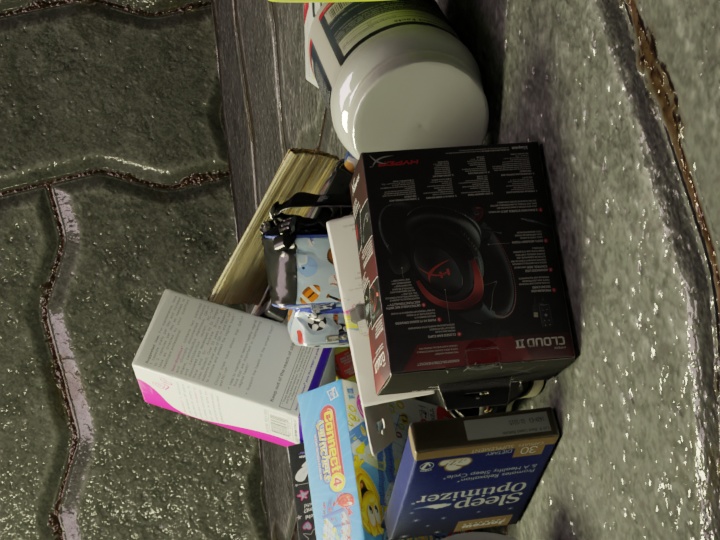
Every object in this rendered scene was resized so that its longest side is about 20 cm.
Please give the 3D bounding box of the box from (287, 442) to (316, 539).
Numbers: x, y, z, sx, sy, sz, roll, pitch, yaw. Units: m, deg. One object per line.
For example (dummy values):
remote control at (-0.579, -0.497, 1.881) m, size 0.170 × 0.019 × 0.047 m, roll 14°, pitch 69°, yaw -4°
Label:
box at (0.001, 0.268, 1.484) m, size 0.200 × 0.131 × 0.116 m, roll 75°, pitch -176°, yaw -61°

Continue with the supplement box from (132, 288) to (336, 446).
supplement box at (-0.134, 0.110, 1.462) m, size 0.101 × 0.198 × 0.104 m, roll 92°, pitch -164°, yaw -62°

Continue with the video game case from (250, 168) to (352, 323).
video game case at (-0.076, -0.011, 1.545) m, size 0.182 × 0.025 × 0.200 m, roll -64°, pitch 7°, yaw -16°

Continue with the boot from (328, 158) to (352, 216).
boot at (0.015, -0.046, 1.551) m, size 0.151 × 0.073 × 0.202 m, roll 137°, pitch 124°, yaw -77°

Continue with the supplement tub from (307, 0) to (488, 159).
supplement tub at (0.033, -0.176, 1.236) m, size 0.200 × 0.139 × 0.141 m, roll -110°, pitch 19°, yaw -56°

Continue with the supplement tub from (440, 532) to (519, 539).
supplement tub at (0.095, 0.331, 1.099) m, size 0.145 × 0.144 × 0.201 m, roll -112°, pitch 21°, yaw -57°

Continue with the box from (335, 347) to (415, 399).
box at (0.002, 0.096, 1.513) m, size 0.201 × 0.075 × 0.050 m, roll 70°, pitch 166°, yaw -17°

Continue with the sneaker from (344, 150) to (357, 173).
sneaker at (0.036, -0.134, 1.474) m, size 0.200 × 0.075 × 0.089 m, roll -133°, pitch 61°, yaw -74°

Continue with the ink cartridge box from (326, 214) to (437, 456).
ink cartridge box at (0.031, 0.050, 1.167) m, size 0.115 × 0.067 × 0.202 m, roll -4°, pitch -97°, yaw -78°

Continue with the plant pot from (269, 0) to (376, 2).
plant pot at (0.004, -0.352, 1.199) m, size 0.182 × 0.198 × 0.201 m, roll -104°, pitch 12°, yaw -71°

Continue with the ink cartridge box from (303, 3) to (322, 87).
ink cartridge box at (-0.011, -0.284, 1.573) m, size 0.200 × 0.082 × 0.147 m, roll -129°, pitch 36°, yaw -72°

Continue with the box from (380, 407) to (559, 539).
box at (0.088, 0.183, 1.143) m, size 0.201 × 0.120 × 0.033 m, roll 101°, pitch 160°, yaw -55°

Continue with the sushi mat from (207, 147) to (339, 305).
sushi mat at (-0.094, -0.045, 1.467) m, size 0.012 × 0.095 × 0.201 m, roll 41°, pitch 111°, yaw 27°

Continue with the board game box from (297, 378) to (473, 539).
board game box at (0.032, 0.221, 1.301) m, size 0.056 × 0.199 × 0.197 m, roll -23°, pitch 64°, yaw 30°

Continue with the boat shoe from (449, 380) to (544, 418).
boat shoe at (0.105, 0.103, 1.182) m, size 0.202 × 0.063 × 0.074 m, roll 111°, pitch 150°, yaw -69°

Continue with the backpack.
backpack at (0.000, 0.000, 1.354) m, size 0.200 × 0.189 × 0.155 m, roll -123°, pitch 24°, yaw -79°

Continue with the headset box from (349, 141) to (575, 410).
headset box at (0.078, 0.008, 1.056) m, size 0.075 × 0.147 × 0.202 m, roll 114°, pitch 149°, yaw -70°
